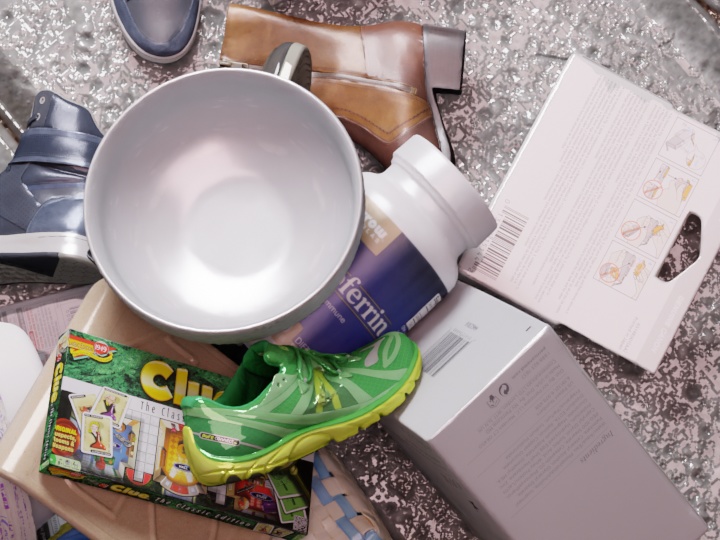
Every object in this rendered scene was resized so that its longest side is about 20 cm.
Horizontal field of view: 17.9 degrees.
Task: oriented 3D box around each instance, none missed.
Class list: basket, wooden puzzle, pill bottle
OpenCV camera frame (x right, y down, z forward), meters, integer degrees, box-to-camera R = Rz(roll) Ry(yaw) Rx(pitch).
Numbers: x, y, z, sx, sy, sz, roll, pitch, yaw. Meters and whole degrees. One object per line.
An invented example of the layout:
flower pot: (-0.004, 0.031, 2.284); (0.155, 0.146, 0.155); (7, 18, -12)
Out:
basket: (-0.072, 0.233, 1.688); (0.199, 0.139, 0.177); (-33, 50, -3)
wooden puzzle: (-0.146, 0.129, 1.624); (0.200, 0.046, 0.186); (35, 52, -12)
pill bottle: (0.000, 0.000, 1.699); (0.200, 0.116, 0.116); (-43, 84, -5)

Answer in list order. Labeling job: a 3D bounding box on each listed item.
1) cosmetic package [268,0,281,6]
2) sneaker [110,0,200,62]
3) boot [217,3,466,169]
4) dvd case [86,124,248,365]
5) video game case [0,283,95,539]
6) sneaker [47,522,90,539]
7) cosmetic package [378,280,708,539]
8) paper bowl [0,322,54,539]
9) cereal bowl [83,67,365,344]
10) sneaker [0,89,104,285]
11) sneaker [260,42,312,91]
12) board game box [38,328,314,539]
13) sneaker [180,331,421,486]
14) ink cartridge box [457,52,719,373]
cosmetic package: (-0.013, -0.311, 1.804); (0.199, 0.085, 0.108); (-30, 76, -9)
sneaker: (-0.165, -0.273, 1.772); (0.076, 0.146, 0.204); (-5, 83, -3)
boot: (-0.023, -0.111, 1.797); (0.199, 0.068, 0.190); (5, 90, 5)
dvd case: (-0.092, -0.002, 1.735); (0.150, 0.025, 0.200); (-46, 123, -3)
video game case: (-0.269, 0.128, 1.778); (0.181, 0.023, 0.201); (-14, 83, -3)
sneaker: (-0.226, 0.236, 1.685); (0.076, 0.105, 0.200); (41, 116, 9)
cosmetic package: (0.118, 0.134, 1.662); (0.123, 0.199, 0.200); (-43, 107, -6)
paper bowl: (-0.277, 0.117, 1.667); (0.104, 0.201, 0.202); (-16, 82, -15)
cereal bowl: (-0.092, -0.038, 1.624); (0.199, 0.083, 0.201); (-2, 72, 6)
sneaker: (-0.279, -0.065, 1.779); (0.201, 0.077, 0.147); (1, 69, 18)
sneaker: (-0.117, -0.098, 1.767); (0.106, 0.075, 0.201); (26, 95, 14)
board game box: (-0.124, 0.117, 1.601); (0.199, 0.023, 0.105); (18, 56, -24)
sneaker: (-0.038, 0.082, 1.594); (0.199, 0.074, 0.084); (-25, 98, -32)
ink cartridge box: (0.197, -0.043, 1.798); (0.176, 0.045, 0.201); (29, 82, 4)
